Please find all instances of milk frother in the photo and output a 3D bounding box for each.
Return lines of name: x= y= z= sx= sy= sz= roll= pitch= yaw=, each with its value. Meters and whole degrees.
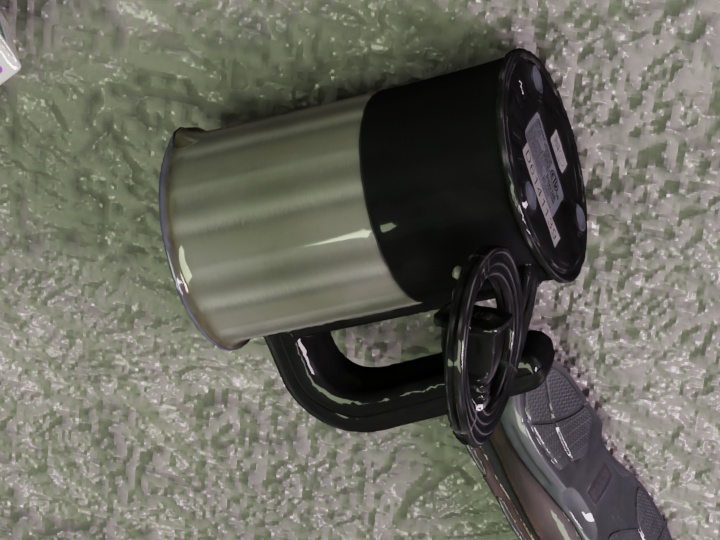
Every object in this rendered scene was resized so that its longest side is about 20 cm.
milk frother: x=0.000 y=0.000 z=1.284 sx=0.188 sy=0.200 sz=0.181 roll=-13 pitch=91 yaw=21

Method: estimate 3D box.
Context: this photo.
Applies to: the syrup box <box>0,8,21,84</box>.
syrup box: x=-0.275 y=-0.084 z=1.353 sx=0.200 sy=0.079 sz=0.081 roll=-37 pitch=118 yaw=5

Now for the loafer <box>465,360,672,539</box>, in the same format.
loafer: x=0.112 y=0.132 z=1.412 sx=0.063 sy=0.072 sz=0.200 roll=-10 pitch=117 yaw=42
